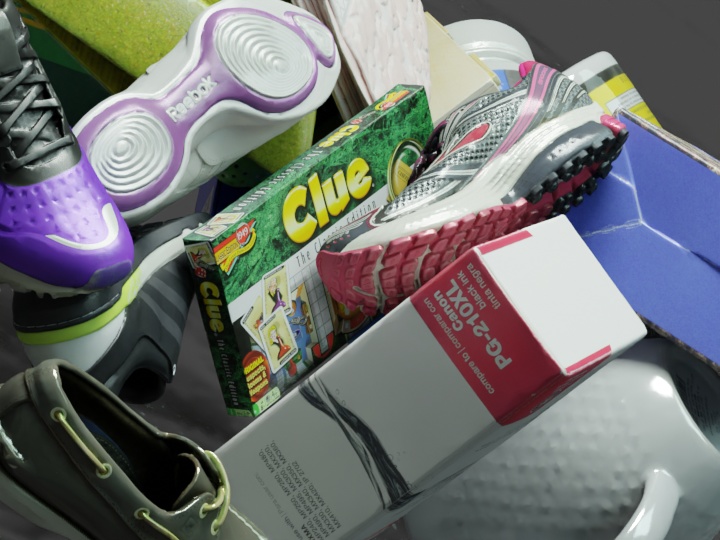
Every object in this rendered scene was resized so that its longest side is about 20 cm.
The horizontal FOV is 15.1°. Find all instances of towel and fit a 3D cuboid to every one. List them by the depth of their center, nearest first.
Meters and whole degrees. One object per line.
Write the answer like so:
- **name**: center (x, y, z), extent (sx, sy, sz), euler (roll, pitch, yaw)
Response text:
- **towel**: center (0.000, -0.160, 1.575), extent (0.200, 0.032, 0.191), euler (-86, 157, -52)

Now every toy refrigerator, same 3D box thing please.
- **toy refrigerator**: center (0.039, -0.122, 1.764), extent (0.076, 0.070, 0.200), euler (54, -2, -35)

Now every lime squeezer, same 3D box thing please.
- **lime squeezer**: center (-0.057, -0.074, 1.534), extent (0.200, 0.038, 0.071), euler (12, 40, -44)

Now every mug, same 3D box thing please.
- **mug**: center (0.131, 0.135, 1.547), extent (0.148, 0.175, 0.200), euler (47, 24, -15)

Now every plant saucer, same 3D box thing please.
- **plant saucer**: center (-0.090, -0.163, 1.521), extent (0.200, 0.048, 0.200), euler (35, 28, -17)

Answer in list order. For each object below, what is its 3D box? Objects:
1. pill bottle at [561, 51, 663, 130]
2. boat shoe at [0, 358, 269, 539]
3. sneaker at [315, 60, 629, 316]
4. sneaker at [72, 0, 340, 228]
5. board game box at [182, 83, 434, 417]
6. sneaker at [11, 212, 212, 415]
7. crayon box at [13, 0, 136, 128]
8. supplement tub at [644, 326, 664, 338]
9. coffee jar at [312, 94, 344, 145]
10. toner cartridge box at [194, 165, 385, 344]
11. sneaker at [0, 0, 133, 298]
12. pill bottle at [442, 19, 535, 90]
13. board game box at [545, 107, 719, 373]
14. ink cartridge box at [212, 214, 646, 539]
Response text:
- **pill bottle**: center (0.194, -0.053, 2.010), extent (0.200, 0.111, 0.111), euler (55, 23, 3)
- **boat shoe**: center (-0.099, 0.109, 1.288), extent (0.202, 0.060, 0.072), euler (38, 29, -34)
- **sneaker**: center (0.052, -0.043, 1.471), extent (0.200, 0.081, 0.075), euler (-31, 67, -32)
- **sneaker**: center (-0.097, -0.080, 1.415), extent (0.200, 0.100, 0.075), euler (-34, 91, -34)
- **board game box**: center (-0.017, -0.014, 1.456), extent (0.200, 0.023, 0.105), euler (-39, 122, -44)
- **sneaker**: center (-0.123, 0.027, 1.379), extent (0.200, 0.072, 0.083), euler (-38, 116, -66)
- **crayon box**: center (-0.203, -0.171, 1.488), extent (0.200, 0.051, 0.127), euler (45, 25, -22)
- **supplement tub**: center (0.125, 0.053, 1.720), extent (0.200, 0.123, 0.123), euler (24, 37, -49)
- **coffee jar**: center (-0.042, -0.109, 1.668), extent (0.104, 0.085, 0.200), euler (5, 53, -60)
- **toner cartridge box**: center (0.000, 0.000, 1.561), extent (0.200, 0.043, 0.095), euler (24, 32, -11)
- **sneaker**: center (-0.176, -0.076, 1.290), extent (0.070, 0.100, 0.200), euler (-24, 59, -38)
- **pill bottle**: center (0.092, -0.069, 1.833), extent (0.114, 0.114, 0.200), euler (33, 31, -41)
- **board game box**: center (0.213, -0.004, 1.592), extent (0.159, 0.097, 0.200), euler (34, 7, 18)
- **ink cartridge box**: center (0.034, 0.067, 1.427), extent (0.084, 0.200, 0.145), euler (54, 23, 7)
